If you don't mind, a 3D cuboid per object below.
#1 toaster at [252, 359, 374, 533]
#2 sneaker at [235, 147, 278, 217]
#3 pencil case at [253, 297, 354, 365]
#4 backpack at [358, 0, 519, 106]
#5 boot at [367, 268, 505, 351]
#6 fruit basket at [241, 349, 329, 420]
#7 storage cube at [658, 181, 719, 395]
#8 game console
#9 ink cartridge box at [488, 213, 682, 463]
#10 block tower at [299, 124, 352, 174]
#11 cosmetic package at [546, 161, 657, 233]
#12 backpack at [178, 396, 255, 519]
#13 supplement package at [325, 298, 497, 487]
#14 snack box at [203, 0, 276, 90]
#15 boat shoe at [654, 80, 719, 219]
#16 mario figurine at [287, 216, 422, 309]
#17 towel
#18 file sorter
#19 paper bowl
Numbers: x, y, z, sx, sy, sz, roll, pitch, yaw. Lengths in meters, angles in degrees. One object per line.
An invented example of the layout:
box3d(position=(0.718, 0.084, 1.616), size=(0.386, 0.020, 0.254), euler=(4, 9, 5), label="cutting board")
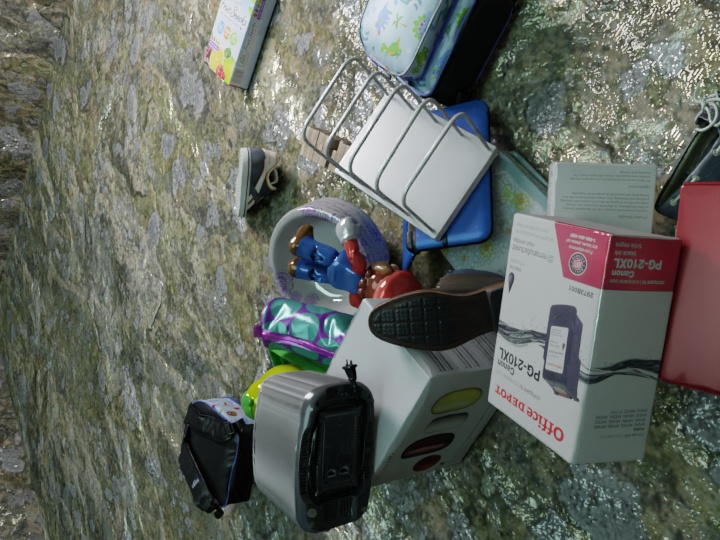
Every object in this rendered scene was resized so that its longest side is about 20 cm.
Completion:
box3d(position=(-0.060, 0.201, 0.775), size=(0.128, 0.112, 0.204), euler=(5, 94, 49), label="toaster")
box3d(position=(-0.208, -0.170, 1.283), size=(0.200, 0.078, 0.080), euler=(123, 141, -62), label="sneaker")
box3d(position=(-0.059, 0.101, 0.974), size=(0.197, 0.092, 0.087), euler=(12, 116, 29), label="pencil case")
box3d(position=(0.086, -0.352, 0.905), size=(0.200, 0.145, 0.185), euler=(45, 118, 42), label="backpack")
box3d(position=(0.106, 0.044, 0.770), size=(0.097, 0.196, 0.076), euler=(-94, -2, -78), label="boot")
box3d(position=(-0.087, 0.202, 1.016), size=(0.214, 0.215, 0.158), euler=(17, 133, 46), label="fruit basket")
box3d(position=(0.384, 0.019, 0.542), size=(0.178, 0.169, 0.204), euler=(8, 95, 49), label="storage cube")
box3d(position=(0.116, -0.111, 0.905), size=(0.168, 0.118, 0.204), euler=(-7, 72, 27), label="game console")
box3d(position=(0.202, 0.057, 0.604), size=(0.145, 0.083, 0.204), euler=(-150, 64, -67), label="ink cartridge box")
box3d(position=(-0.030, -0.194, 1.094), size=(0.199, 0.057, 0.055), euler=(36, 114, 45), label="block tower")
box3d(position=(0.256, -0.015, 0.704), size=(0.106, 0.085, 0.204), euler=(5, 100, 12), label="cosmetic package")
box3d(position=(-0.268, 0.342, 1.266), size=(0.189, 0.153, 0.203), euler=(25, 101, 37), label="backpack")
box3d(position=(0.075, 0.155, 0.856), size=(0.147, 0.198, 0.193), euler=(48, 122, 37), label="supplement package")
box3d(position=(-0.260, -0.510, 1.362), size=(0.142, 0.052, 0.202), euler=(45, 120, 38), label="snack box")
box3d(position=(0.361, -0.143, 0.640), size=(0.075, 0.061, 0.203), euler=(-73, 1, -66), label="boat shoe")
box3d(position=(0.000, 0.000, 0.919), size=(0.197, 0.124, 0.107), euler=(23, 75, 15), label="mario figurine")
box3d(position=(0.199, -0.039, 0.842), size=(0.201, 0.048, 0.172), euler=(55, 129, 34), label="towel")
box3d(position=(0.045, -0.161, 0.819), size=(0.199, 0.124, 0.140), euler=(37, 94, 32), label="file sorter")
box3d(position=(-0.042, -0.017, 1.035), size=(0.198, 0.104, 0.204), euler=(12, 114, 27), label="paper bowl")
